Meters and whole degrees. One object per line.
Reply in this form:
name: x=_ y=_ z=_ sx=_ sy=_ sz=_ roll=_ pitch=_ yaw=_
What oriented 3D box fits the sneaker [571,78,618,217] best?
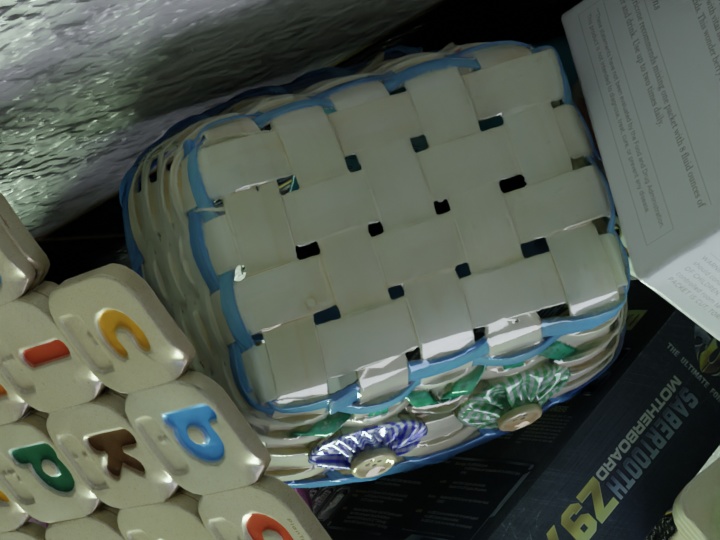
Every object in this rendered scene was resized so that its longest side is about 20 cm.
sneaker: x=0.172 y=-0.078 z=0.924 sx=0.200 sy=0.071 sz=0.080 roll=-29 pitch=141 yaw=16

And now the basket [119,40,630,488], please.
basket: x=0.000 y=0.000 z=0.873 sx=0.176 sy=0.139 sz=0.200 roll=-17 pitch=179 yaw=-8

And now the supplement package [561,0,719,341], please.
supplement package: x=0.184 y=-0.065 z=0.792 sx=0.200 sy=0.121 sz=0.120 roll=-34 pitch=134 yaw=25

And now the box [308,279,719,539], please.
box: x=0.047 y=0.075 z=0.957 sx=0.158 sy=0.051 sz=0.200 roll=-50 pitch=-163 yaw=-18

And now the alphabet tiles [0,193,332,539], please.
alphabet tiles: x=-0.091 y=0.060 z=0.840 sx=0.015 sy=0.200 sz=0.195 roll=-43 pitch=-165 yaw=-34

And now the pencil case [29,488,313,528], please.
pencil case: x=-0.090 y=0.075 z=0.988 sx=0.087 sy=0.088 sz=0.200 roll=-17 pitch=-157 yaw=-23

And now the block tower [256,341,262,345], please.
block tower: x=-0.112 y=0.055 z=1.164 sx=0.058 sy=0.054 sz=0.200 roll=-13 pitch=168 yaw=-34

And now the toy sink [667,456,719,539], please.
toy sink: x=0.178 y=0.095 z=0.879 sx=0.130 sy=0.112 sz=0.200 roll=-37 pitch=168 yaw=-18

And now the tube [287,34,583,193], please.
tube: x=0.065 y=-0.062 z=0.962 sx=0.200 sy=0.050 sz=0.078 roll=-14 pitch=147 yaw=-19

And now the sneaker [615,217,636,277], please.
sneaker: x=0.139 y=-0.003 z=1.017 sx=0.085 sy=0.200 sz=0.073 roll=-37 pitch=120 yaw=24

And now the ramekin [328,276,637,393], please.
ramekin: x=0.060 y=0.022 z=1.216 sx=0.200 sy=0.098 sz=0.200 roll=-20 pitch=170 yaw=-4

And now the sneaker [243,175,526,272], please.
sneaker: x=0.031 y=-0.019 z=1.077 sx=0.199 sy=0.060 sz=0.104 roll=-21 pitch=171 yaw=18
